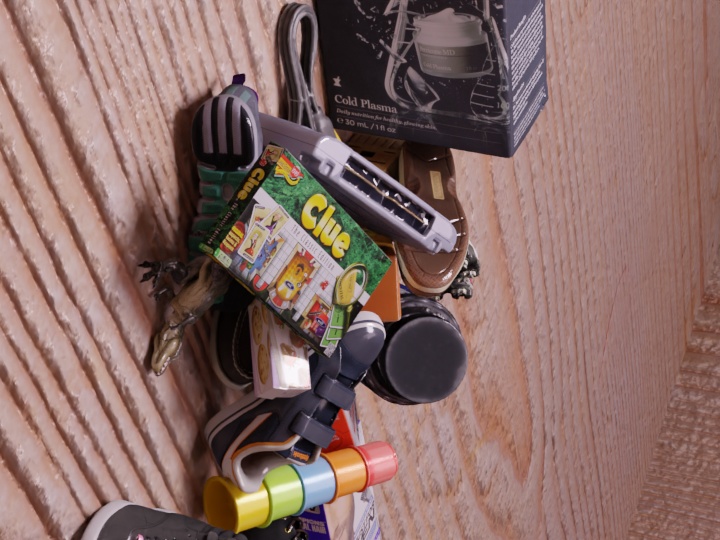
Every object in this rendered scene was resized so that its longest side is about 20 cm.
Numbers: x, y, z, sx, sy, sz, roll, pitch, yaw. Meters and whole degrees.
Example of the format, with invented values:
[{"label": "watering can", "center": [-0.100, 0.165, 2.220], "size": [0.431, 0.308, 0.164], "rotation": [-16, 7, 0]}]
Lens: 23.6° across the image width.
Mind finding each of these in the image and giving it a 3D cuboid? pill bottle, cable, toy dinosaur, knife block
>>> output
[{"label": "pill bottle", "center": [0.040, 0.074, 1.749], "size": [0.200, 0.111, 0.113], "rotation": [-153, -109, -74]}, {"label": "cable", "center": [-0.061, -0.150, 1.627], "size": [0.097, 0.050, 0.201], "rotation": [-41, 128, -34]}, {"label": "toy dinosaur", "center": [-0.126, -0.002, 1.424], "size": [0.200, 0.047, 0.088], "rotation": [-47, 151, 9]}, {"label": "knife block", "center": [0.023, -0.061, 1.830], "size": [0.200, 0.064, 0.177], "rotation": [-50, 144, -54]}]

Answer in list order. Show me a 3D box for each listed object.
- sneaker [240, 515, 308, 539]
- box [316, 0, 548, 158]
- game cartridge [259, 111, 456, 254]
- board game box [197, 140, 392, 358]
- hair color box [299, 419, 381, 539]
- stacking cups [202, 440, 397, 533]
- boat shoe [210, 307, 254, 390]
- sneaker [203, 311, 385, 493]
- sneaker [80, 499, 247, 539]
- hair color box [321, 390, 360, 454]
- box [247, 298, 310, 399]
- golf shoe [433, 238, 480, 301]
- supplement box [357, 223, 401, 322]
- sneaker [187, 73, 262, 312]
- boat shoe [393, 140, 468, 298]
[{"label": "sneaker", "center": [-0.068, 0.256, 1.680], "size": [0.075, 0.106, 0.201], "rotation": [25, 75, -69]}, {"label": "box", "center": [0.072, -0.235, 1.678], "size": [0.124, 0.199, 0.198], "rotation": [-56, 149, -46]}, {"label": "game cartridge", "center": [-0.015, -0.080, 1.565], "size": [0.200, 0.133, 0.041], "rotation": [34, 79, -42]}, {"label": "board game box", "center": [-0.049, -0.013, 1.430], "size": [0.105, 0.023, 0.200], "rotation": [-59, 142, -10]}, {"label": "hair color box", "center": [-0.033, 0.258, 1.840], "size": [0.201, 0.064, 0.110], "rotation": [79, 30, -42]}, {"label": "stacking cups", "center": [-0.054, 0.198, 1.640], "size": [0.199, 0.060, 0.061], "rotation": [-15, 117, -38]}, {"label": "boat shoe", "center": [-0.077, 0.017, 1.573], "size": [0.072, 0.060, 0.202], "rotation": [41, 51, -29]}, {"label": "sneaker", "center": [-0.047, 0.123, 1.551], "size": [0.200, 0.080, 0.078], "rotation": [-40, 144, 15]}, {"label": "sneaker", "center": [-0.157, 0.238, 1.447], "size": [0.200, 0.099, 0.071], "rotation": [17, 86, -68]}, {"label": "hair color box", "center": [-0.047, 0.105, 1.683], "size": [0.201, 0.061, 0.102], "rotation": [73, 8, -50]}, {"label": "box", "center": [-0.076, 0.011, 1.516], "size": [0.038, 0.041, 0.201], "rotation": [3, 74, -30]}, {"label": "golf shoe", "center": [0.084, -0.023, 1.827], "size": [0.200, 0.077, 0.089], "rotation": [89, -2, -80]}, {"label": "supplement box", "center": [0.000, 0.000, 1.687], "size": [0.200, 0.066, 0.069], "rotation": [-109, -165, -80]}, {"label": "sneaker", "center": [-0.104, -0.065, 1.486], "size": [0.088, 0.074, 0.201], "rotation": [-69, 166, -61]}, {"label": "boat shoe", "center": [0.066, -0.041, 1.706], "size": [0.075, 0.074, 0.203], "rotation": [107, -8, -46]}]
